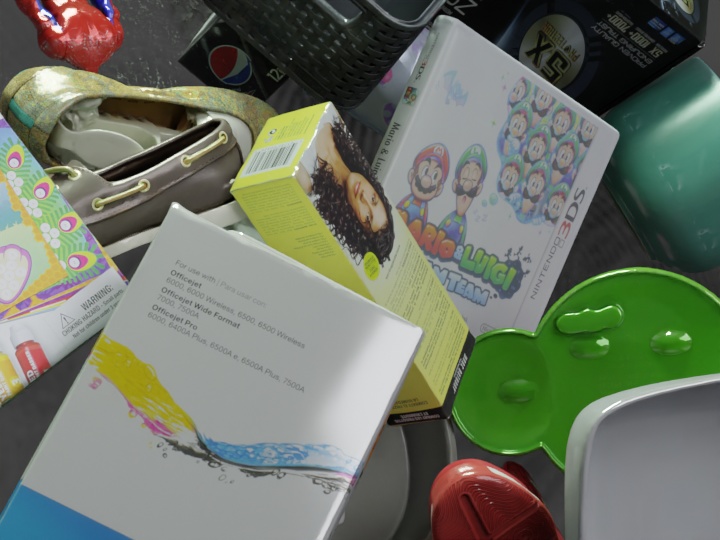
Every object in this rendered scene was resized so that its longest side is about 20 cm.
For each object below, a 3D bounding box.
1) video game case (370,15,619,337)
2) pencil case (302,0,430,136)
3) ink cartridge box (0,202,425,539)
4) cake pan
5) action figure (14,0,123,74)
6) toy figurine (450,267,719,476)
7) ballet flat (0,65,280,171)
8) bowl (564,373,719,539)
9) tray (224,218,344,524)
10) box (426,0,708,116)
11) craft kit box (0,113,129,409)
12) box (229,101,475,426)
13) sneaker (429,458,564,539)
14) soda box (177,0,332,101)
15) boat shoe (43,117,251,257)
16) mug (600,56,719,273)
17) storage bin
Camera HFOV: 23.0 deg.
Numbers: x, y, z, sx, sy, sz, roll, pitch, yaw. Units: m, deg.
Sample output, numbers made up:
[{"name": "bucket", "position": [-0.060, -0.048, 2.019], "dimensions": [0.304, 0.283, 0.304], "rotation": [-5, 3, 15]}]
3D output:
[{"name": "video game case", "position": [0.082, -0.050, 1.201], "dimensions": [0.200, 0.024, 0.183], "rotation": [26, 87, -44]}, {"name": "pencil case", "position": [0.051, -0.112, 1.266], "dimensions": [0.200, 0.083, 0.091], "rotation": [37, 60, -21]}, {"name": "ink cartridge box", "position": [-0.078, 0.099, 0.890], "dimensions": [0.144, 0.147, 0.201], "rotation": [26, 72, 1]}, {"name": "cake pan", "position": [-0.025, 0.097, 1.100], "dimensions": [0.200, 0.037, 0.201], "rotation": [23, 52, -33]}, {"name": "action figure", "position": [-0.194, -0.195, 1.111], "dimensions": [0.065, 0.052, 0.201], "rotation": [-10, 78, -40]}, {"name": "toy figurine", "position": [0.166, 0.074, 1.220], "dimensions": [0.184, 0.199, 0.151], "rotation": [-6, 91, -82]}, {"name": "ballet flat", "position": [-0.124, -0.080, 1.088], "dimensions": [0.199, 0.071, 0.071], "rotation": [8, 61, -37]}, {"name": "bowl", "position": [0.207, 0.156, 1.069], "dimensions": [0.199, 0.075, 0.201], "rotation": [-7, 99, -20]}, {"name": "tray", "position": [-0.052, 0.047, 1.061], "dimensions": [0.107, 0.022, 0.201], "rotation": [17, 55, -35]}, {"name": "box", "position": [0.141, -0.215, 1.353], "dimensions": [0.200, 0.164, 0.086], "rotation": [34, 47, -24]}, {"name": "craft kit box", "position": [-0.248, -0.003, 0.897], "dimensions": [0.200, 0.048, 0.198], "rotation": [-40, 92, -26]}, {"name": "box", "position": [0.000, 0.000, 1.072], "dimensions": [0.200, 0.050, 0.075], "rotation": [57, 37, -32]}, {"name": "sneaker", "position": [0.079, 0.156, 1.111], "dimensions": [0.200, 0.078, 0.116], "rotation": [57, 0, -44]}, {"name": "soda box", "position": [-0.048, -0.197, 1.230], "dimensions": [0.063, 0.071, 0.200], "rotation": [41, 45, -12]}, {"name": "boat shoe", "position": [-0.153, -0.035, 1.003], "dimensions": [0.199, 0.072, 0.060], "rotation": [-19, 103, -28]}, {"name": "mug", "position": [0.254, -0.078, 1.405], "dimensions": [0.152, 0.114, 0.185], "rotation": [57, 6, -8]}, {"name": "storage bin", "position": [0.002, -0.216, 1.162], "dimensions": [0.135, 0.094, 0.200], "rotation": [40, 47, -4]}]
